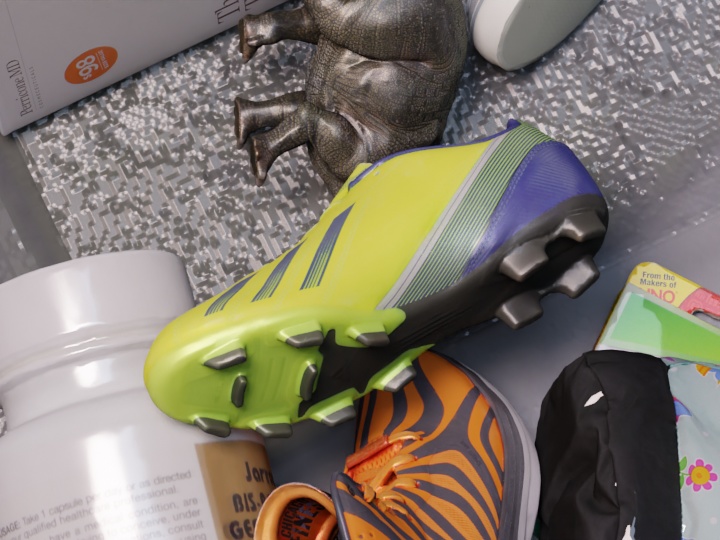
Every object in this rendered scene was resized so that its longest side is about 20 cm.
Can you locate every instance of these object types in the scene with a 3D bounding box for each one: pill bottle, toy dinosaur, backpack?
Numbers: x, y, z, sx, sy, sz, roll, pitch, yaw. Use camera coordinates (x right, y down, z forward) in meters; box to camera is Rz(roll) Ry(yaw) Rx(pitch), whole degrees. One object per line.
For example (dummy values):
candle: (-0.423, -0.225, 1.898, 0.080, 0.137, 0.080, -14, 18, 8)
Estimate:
pill bottle: (-0.086, 0.101, 1.083, 0.114, 0.114, 0.201, -13, 77, -7)
toy dinosaur: (0.003, -0.085, 1.144, 0.102, 0.077, 0.201, 0, 97, -11)
backpack: (0.171, 0.112, 1.070, 0.199, 0.127, 0.168, 6, 73, -9)

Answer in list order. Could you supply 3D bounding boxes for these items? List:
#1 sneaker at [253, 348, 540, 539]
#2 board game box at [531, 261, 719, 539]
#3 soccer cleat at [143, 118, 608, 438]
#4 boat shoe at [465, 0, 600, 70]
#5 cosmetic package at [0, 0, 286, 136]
sneaker: (0.009, 0.089, 1.061, 0.078, 0.112, 0.201, -41, 37, 24)
board game box: (0.115, 0.099, 1.145, 0.095, 0.030, 0.201, 26, 73, 2)
soccer cleat: (0.000, 0.000, 1.072, 0.199, 0.065, 0.084, -23, 55, -22)
boat shoe: (0.091, -0.177, 1.199, 0.071, 0.070, 0.201, 27, 76, 23)
cosmetic package: (-0.097, -0.149, 1.101, 0.150, 0.200, 0.052, -25, 65, -9)
